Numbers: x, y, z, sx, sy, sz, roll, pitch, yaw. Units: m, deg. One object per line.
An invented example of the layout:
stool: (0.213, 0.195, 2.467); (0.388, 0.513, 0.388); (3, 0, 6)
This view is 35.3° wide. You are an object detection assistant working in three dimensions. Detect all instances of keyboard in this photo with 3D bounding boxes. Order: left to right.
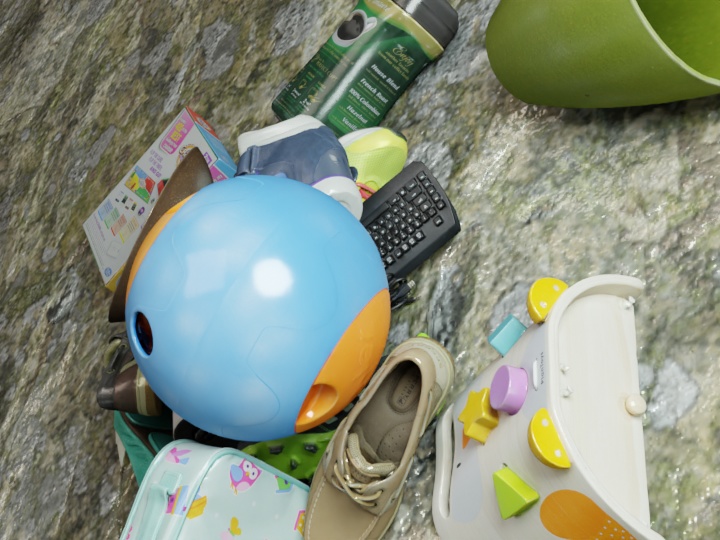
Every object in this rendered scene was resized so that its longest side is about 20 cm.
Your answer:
keyboard: (0.000, 0.000, 0.986); (0.200, 0.040, 0.104); (-41, 73, 18)

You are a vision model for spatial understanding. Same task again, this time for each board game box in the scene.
board game box: (-0.238, -0.081, 1.335); (0.200, 0.040, 0.153); (-47, 38, 9)

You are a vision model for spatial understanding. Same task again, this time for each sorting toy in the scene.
sorting toy: (0.110, 0.114, 0.794); (0.180, 0.107, 0.200); (-42, 34, 46)

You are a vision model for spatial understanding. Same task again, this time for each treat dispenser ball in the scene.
treat dispenser ball: (-0.077, 0.028, 0.859); (0.201, 0.201, 0.201); (-27, 45, 30)

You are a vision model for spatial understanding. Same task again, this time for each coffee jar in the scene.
coffee jar: (0.006, -0.207, 1.139); (0.200, 0.085, 0.104); (-49, 34, 7)

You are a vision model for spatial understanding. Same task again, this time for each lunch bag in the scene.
lunch bag: (-0.119, 0.233, 0.868); (0.077, 0.160, 0.200); (0, 63, 46)

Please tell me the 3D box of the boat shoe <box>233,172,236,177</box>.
boat shoe: (-0.123, -0.067, 1.189); (0.067, 0.057, 0.200); (11, 70, 50)

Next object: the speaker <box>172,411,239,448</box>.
speaker: (-0.142, 0.078, 1.077); (0.081, 0.081, 0.200); (-35, 41, 23)

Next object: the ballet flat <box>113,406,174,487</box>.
ballet flat: (-0.203, 0.175, 1.084); (0.070, 0.067, 0.200); (-62, 34, 12)

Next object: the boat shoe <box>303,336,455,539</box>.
boat shoe: (0.003, 0.141, 0.845); (0.071, 0.065, 0.200); (26, 103, 14)

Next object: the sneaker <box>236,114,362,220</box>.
sneaker: (-0.092, -0.051, 1.020); (0.200, 0.081, 0.147); (-42, 46, 17)

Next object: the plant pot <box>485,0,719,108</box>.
plant pot: (0.196, -0.202, 0.884); (0.200, 0.187, 0.187); (-19, 47, 57)

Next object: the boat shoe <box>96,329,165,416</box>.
boat shoe: (-0.217, 0.083, 1.099); (0.200, 0.065, 0.073); (-114, 26, -76)

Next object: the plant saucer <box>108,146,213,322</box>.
plant saucer: (-0.196, -0.029, 1.158); (0.201, 0.037, 0.200); (-63, 3, 5)

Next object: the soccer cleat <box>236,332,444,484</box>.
soccer cleat: (-0.016, 0.117, 0.936); (0.200, 0.068, 0.081); (-26, 36, 22)

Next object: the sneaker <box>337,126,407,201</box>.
sneaker: (-0.018, -0.045, 1.058); (0.200, 0.078, 0.090); (-50, 45, 14)
